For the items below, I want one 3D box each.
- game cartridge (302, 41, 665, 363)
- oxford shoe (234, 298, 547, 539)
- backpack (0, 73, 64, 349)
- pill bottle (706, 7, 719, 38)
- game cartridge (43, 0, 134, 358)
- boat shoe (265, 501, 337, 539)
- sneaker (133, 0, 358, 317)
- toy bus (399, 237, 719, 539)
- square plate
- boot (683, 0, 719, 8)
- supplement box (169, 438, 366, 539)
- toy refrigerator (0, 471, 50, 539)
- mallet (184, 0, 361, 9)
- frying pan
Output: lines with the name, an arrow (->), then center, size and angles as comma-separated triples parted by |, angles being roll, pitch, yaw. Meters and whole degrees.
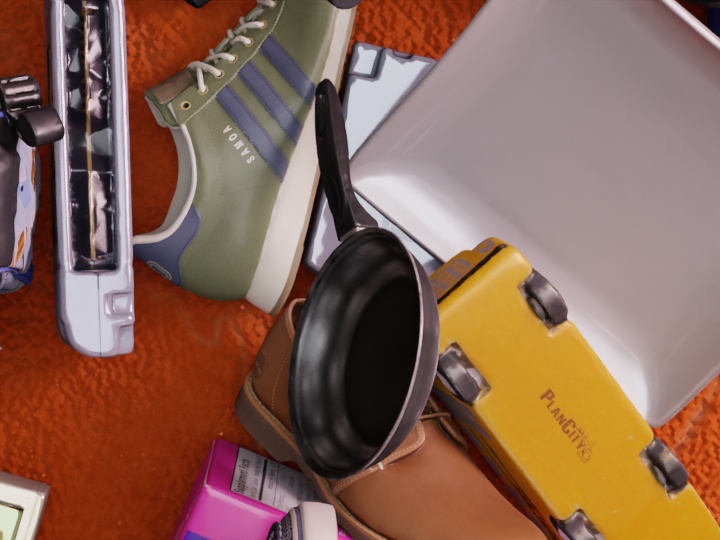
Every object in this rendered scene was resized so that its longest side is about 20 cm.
game cartridge -> 0.078, -0.026, 1.329 | 0.200, 0.040, 0.133 | 14, 85, -4
oxford shoe -> 0.018, 0.081, 1.252 | 0.200, 0.071, 0.071 | 37, 120, 34
backpack -> -0.228, -0.022, 1.230 | 0.200, 0.191, 0.154 | 6, 95, 1
pill bottle -> 0.225, -0.116, 1.291 | 0.120, 0.120, 0.200 | -1, 84, -4
game cartridge -> -0.128, -0.060, 1.264 | 0.041, 0.133, 0.200 | -2, 89, -4
boat shoe -> -0.068, 0.194, 1.196 | 0.093, 0.075, 0.200 | 9, 101, -8
sneaker -> -0.058, -0.084, 1.302 | 0.090, 0.067, 0.200 | 13, 90, -7
toy bus -> 0.092, 0.074, 1.274 | 0.065, 0.078, 0.200 | -41, 113, -7
square plate -> 0.119, -0.045, 1.251 | 0.200, 0.028, 0.198 | 39, 131, -3
boot -> 0.083, -0.168, 1.238 | 0.174, 0.200, 0.069 | 10, 85, -28
supplement box -> 0.000, 0.170, 1.282 | 0.200, 0.103, 0.101 | 22, 98, -2
toy refrigerator -> -0.211, 0.191, 1.288 | 0.076, 0.070, 0.200 | 16, 88, -4
mallet -> -0.035, -0.150, 1.247 | 0.066, 0.200, 0.041 | -50, 116, -12
frying pan -> -0.007, 0.014, 1.235 | 0.031, 0.190, 0.115 | 13, 125, -28
